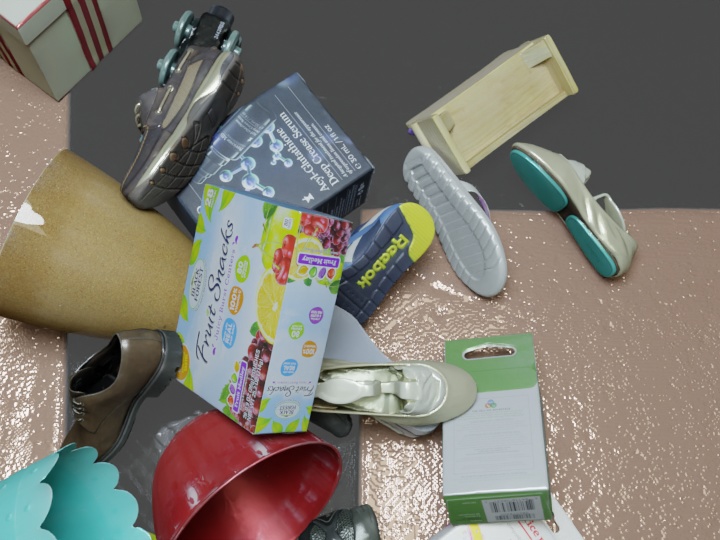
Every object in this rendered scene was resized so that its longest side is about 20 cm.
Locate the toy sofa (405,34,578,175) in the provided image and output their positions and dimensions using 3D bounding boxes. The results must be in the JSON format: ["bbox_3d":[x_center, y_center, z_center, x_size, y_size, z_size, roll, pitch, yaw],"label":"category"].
[{"bbox_3d":[0.161,-0.201,1.017,0.200,0.098,0.083,-37,104,-15],"label":"toy sofa"}]

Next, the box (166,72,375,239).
[{"bbox_3d":[-0.109,-0.100,0.938,0.200,0.107,0.149,-36,79,-14],"label":"box"}]

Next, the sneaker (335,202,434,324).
[{"bbox_3d":[0.000,0.000,0.940,0.200,0.082,0.074,-42,108,2],"label":"sneaker"}]

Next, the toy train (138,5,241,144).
[{"bbox_3d":[-0.198,-0.211,0.961,0.085,0.114,0.201,20,73,-4],"label":"toy train"}]

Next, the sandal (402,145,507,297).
[{"bbox_3d":[0.123,-0.066,0.970,0.050,0.082,0.203,-19,74,-37],"label":"sandal"}]

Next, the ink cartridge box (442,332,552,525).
[{"bbox_3d":[0.142,0.164,0.869,0.103,0.059,0.201,-7,43,13],"label":"ink cartridge box"}]

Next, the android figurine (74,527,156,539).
[{"bbox_3d":[-0.251,0.350,0.816,0.199,0.041,0.183,19,71,4],"label":"android figurine"}]

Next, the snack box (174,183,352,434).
[{"bbox_3d":[-0.101,0.031,0.778,0.067,0.168,0.201,8,98,-41],"label":"snack box"}]

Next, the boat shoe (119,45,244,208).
[{"bbox_3d":[-0.196,-0.153,0.858,0.073,0.075,0.201,24,67,12],"label":"boat shoe"}]

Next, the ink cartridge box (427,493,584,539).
[{"bbox_3d":[0.143,0.303,0.852,0.200,0.067,0.117,-33,77,-14],"label":"ink cartridge box"}]

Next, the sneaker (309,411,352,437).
[{"bbox_3d":[-0.098,0.126,0.893,0.200,0.076,0.091,35,85,10],"label":"sneaker"}]

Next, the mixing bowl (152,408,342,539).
[{"bbox_3d":[-0.129,0.207,0.809,0.200,0.200,0.108,-36,57,-15],"label":"mixing bowl"}]

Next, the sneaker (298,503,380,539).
[{"bbox_3d":[-0.024,0.346,0.822,0.114,0.076,0.200,-9,70,-6],"label":"sneaker"}]

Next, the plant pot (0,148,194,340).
[{"bbox_3d":[-0.258,0.000,0.871,0.199,0.186,0.187,25,71,-12],"label":"plant pot"}]

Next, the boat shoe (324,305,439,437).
[{"bbox_3d":[-0.003,0.115,0.897,0.200,0.065,0.074,43,58,4],"label":"boat shoe"}]

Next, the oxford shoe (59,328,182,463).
[{"bbox_3d":[-0.266,0.129,0.827,0.200,0.084,0.073,-55,46,20],"label":"oxford shoe"}]

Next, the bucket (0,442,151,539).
[{"bbox_3d":[-0.278,0.270,0.722,0.134,0.207,0.208,-24,76,0],"label":"bucket"}]

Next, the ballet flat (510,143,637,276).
[{"bbox_3d":[0.259,-0.084,0.973,0.069,0.069,0.200,-39,94,-15],"label":"ballet flat"}]

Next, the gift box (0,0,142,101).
[{"bbox_3d":[-0.392,-0.340,0.947,0.200,0.187,0.185,33,72,5],"label":"gift box"}]

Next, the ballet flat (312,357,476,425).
[{"bbox_3d":[0.024,0.122,0.824,0.199,0.070,0.070,1,72,-4],"label":"ballet flat"}]
